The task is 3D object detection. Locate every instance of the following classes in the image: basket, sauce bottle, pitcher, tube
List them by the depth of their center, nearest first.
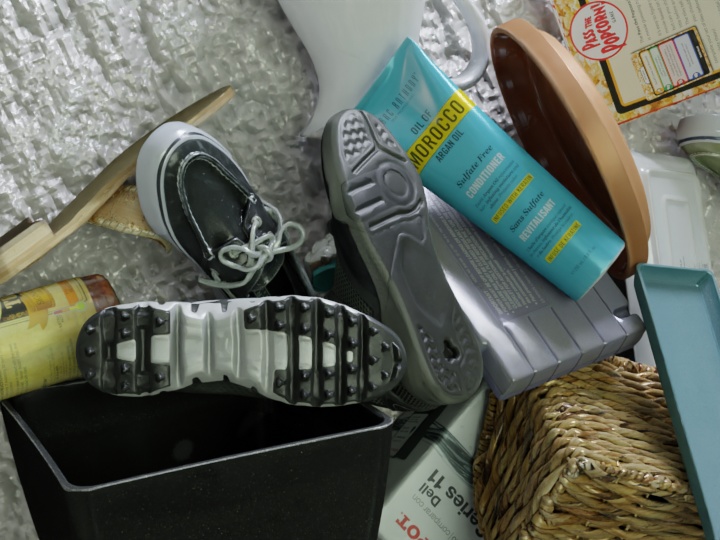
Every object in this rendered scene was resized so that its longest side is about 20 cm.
[{"bbox_3d":[-0.248,0.055,0.873,0.199,0.066,0.067,-17,96,-26],"label":"sauce bottle"},{"bbox_3d":[0.084,-0.062,0.925,0.200,0.050,0.078,40,93,3],"label":"tube"},{"bbox_3d":[0.177,0.156,0.976,0.199,0.149,0.143,15,119,-22],"label":"basket"},{"bbox_3d":[0.014,-0.209,0.977,0.171,0.121,0.202,-22,109,-34],"label":"pitcher"}]

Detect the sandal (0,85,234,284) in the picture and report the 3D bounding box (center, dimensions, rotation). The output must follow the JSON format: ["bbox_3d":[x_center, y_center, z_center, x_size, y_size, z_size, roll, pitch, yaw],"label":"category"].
[{"bbox_3d":[-0.155,-0.035,0.916,0.211,0.078,0.070,-37,106,-12],"label":"sandal"}]

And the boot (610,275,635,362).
[{"bbox_3d":[0.254,0.092,1.113,0.131,0.070,0.202,-8,91,-36],"label":"boot"}]

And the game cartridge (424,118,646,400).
[{"bbox_3d":[0.091,-0.012,0.958,0.129,0.038,0.201,-19,63,-27],"label":"game cartridge"}]

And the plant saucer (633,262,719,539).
[{"bbox_3d":[0.230,0.089,0.917,0.069,0.019,0.201,5,60,-28],"label":"plant saucer"}]

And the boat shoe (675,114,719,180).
[{"bbox_3d":[0.341,-0.074,1.143,0.199,0.072,0.063,18,80,-26],"label":"boat shoe"}]

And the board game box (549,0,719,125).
[{"bbox_3d":[0.248,-0.211,1.057,0.199,0.046,0.153,-19,99,13],"label":"board game box"}]

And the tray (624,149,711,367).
[{"bbox_3d":[0.244,0.005,1.069,0.107,0.022,0.202,3,78,-43],"label":"tray"}]

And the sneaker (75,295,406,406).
[{"bbox_3d":[-0.071,0.047,0.862,0.198,0.091,0.067,1,92,-2],"label":"sneaker"}]

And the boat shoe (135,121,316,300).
[{"bbox_3d":[-0.077,-0.013,0.904,0.074,0.068,0.200,-47,137,-25],"label":"boat shoe"}]

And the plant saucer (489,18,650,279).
[{"bbox_3d":[0.153,-0.089,0.987,0.032,0.200,0.201,-27,101,-2],"label":"plant saucer"}]

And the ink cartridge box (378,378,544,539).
[{"bbox_3d":[0.094,0.154,1.020,0.147,0.083,0.200,47,73,-16],"label":"ink cartridge box"}]

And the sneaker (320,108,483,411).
[{"bbox_3d":[0.000,0.000,0.910,0.076,0.114,0.201,-20,89,-43],"label":"sneaker"}]

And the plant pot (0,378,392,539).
[{"bbox_3d":[-0.104,0.170,0.879,0.198,0.199,0.179,-8,103,-25],"label":"plant pot"}]

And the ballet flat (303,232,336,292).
[{"bbox_3d":[0.041,-0.027,1.017,0.198,0.072,0.072,-7,92,-27],"label":"ballet flat"}]
